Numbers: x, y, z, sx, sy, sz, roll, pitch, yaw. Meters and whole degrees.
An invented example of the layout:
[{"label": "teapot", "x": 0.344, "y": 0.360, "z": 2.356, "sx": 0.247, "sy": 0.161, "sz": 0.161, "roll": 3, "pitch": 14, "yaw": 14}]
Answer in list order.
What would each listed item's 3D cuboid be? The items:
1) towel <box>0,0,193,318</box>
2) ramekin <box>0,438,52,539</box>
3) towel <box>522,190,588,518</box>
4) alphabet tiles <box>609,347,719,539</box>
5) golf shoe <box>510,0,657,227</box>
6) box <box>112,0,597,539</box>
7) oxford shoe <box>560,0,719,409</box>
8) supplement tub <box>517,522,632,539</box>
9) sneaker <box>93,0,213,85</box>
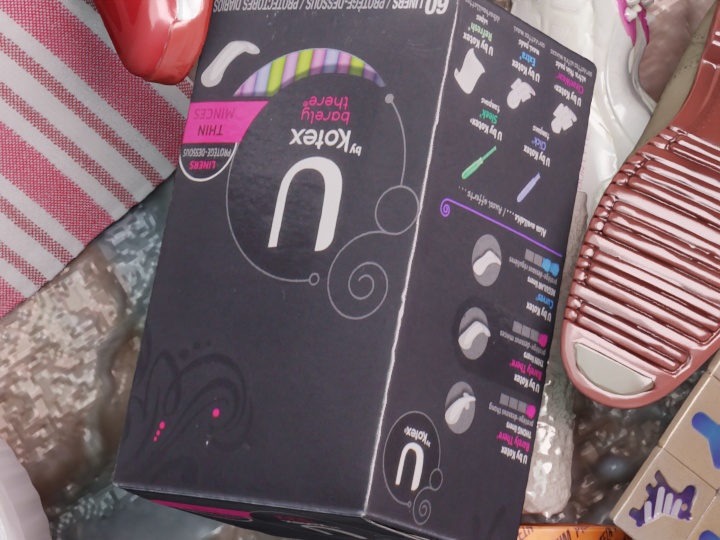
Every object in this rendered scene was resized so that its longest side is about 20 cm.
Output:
[{"label": "towel", "x": -0.171, "y": -0.042, "z": 1.157, "sx": 0.200, "sy": 0.146, "sz": 0.030, "roll": -39, "pitch": 48, "yaw": 7}, {"label": "ramekin", "x": -0.221, "y": 0.132, "z": 1.162, "sx": 0.202, "sy": 0.094, "sz": 0.203, "roll": 1, "pitch": 95, "yaw": 13}, {"label": "towel", "x": 0.003, "y": 0.032, "z": 1.133, "sx": 0.200, "sy": 0.034, "sz": 0.133, "roll": 1, "pitch": 87, "yaw": 35}, {"label": "alphabet tiles", "x": 0.167, "y": 0.109, "z": 1.058, "sx": 0.167, "sy": 0.008, "sz": 0.200, "roll": 38, "pitch": 83, "yaw": -30}, {"label": "golf shoe", "x": 0.080, "y": -0.083, "z": 1.133, "sx": 0.091, "sy": 0.075, "sz": 0.201, "roll": -13, "pitch": 82, "yaw": 15}, {"label": "box", "x": 0.000, "y": 0.000, "z": 1.045, "sx": 0.122, "sy": 0.106, "sz": 0.201, "roll": 2, "pitch": 77, "yaw": 36}, {"label": "oxford shoe", "x": 0.132, "y": -0.031, "z": 1.052, "sx": 0.070, "sy": 0.075, "sz": 0.200, "roll": 31, "pitch": 74, "yaw": 1}, {"label": "supplement tub", "x": 0.059, "y": 0.200, "z": 1.089, "sx": 0.122, "sy": 0.123, "sz": 0.201, "roll": -1, "pitch": 85, "yaw": 13}, {"label": "sneaker", "x": -0.136, "y": -0.155, "z": 1.068, "sx": 0.115, "sy": 0.078, "sz": 0.200, "roll": -6, "pitch": 59, "yaw": -29}]
